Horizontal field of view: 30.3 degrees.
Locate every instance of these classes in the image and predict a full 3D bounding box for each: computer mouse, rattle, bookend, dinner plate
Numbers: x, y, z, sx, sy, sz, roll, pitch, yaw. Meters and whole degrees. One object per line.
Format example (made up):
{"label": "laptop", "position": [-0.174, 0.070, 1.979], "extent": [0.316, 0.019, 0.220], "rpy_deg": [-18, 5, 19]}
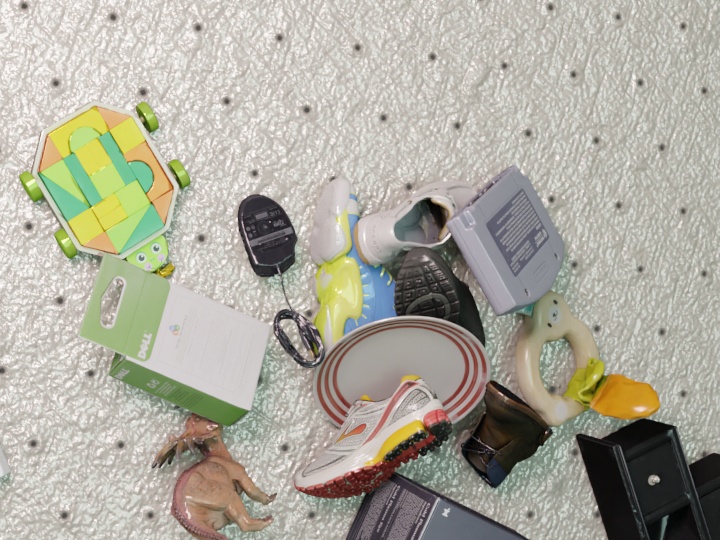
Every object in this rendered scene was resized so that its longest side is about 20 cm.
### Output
{"label": "computer mouse", "position": [-0.086, 0.012, 1.436], "extent": [0.058, 0.034, 0.203], "rpy_deg": [-15, 78, -14]}
{"label": "rattle", "position": [0.240, 0.077, 1.524], "extent": [0.129, 0.143, 0.203], "rpy_deg": [-19, 99, -18]}
{"label": "bookend", "position": [0.390, 0.260, 1.609], "extent": [0.198, 0.092, 0.201], "rpy_deg": [-21, 99, -18]}
{"label": "dinner plate", "position": [0.045, 0.116, 1.463], "extent": [0.197, 0.024, 0.202], "rpy_deg": [-3, 132, -4]}

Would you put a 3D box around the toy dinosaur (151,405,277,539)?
{"label": "toy dinosaur", "position": [-0.164, 0.228, 1.383], "extent": [0.135, 0.201, 0.086], "rpy_deg": [42, 109, -15]}

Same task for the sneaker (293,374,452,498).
{"label": "sneaker", "position": [0.009, 0.187, 1.458], "extent": [0.199, 0.083, 0.078], "rpy_deg": [-33, 148, 18]}

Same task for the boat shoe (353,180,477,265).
{"label": "boat shoe", "position": [0.080, -0.054, 1.465], "extent": [0.199, 0.069, 0.072], "rpy_deg": [-28, 100, -45]}

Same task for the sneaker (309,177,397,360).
{"label": "sneaker", "position": [0.000, 0.000, 1.474], "extent": [0.104, 0.076, 0.203], "rpy_deg": [1, 99, -23]}

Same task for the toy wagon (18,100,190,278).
{"label": "toy wagon", "position": [-0.254, -0.075, 1.395], "extent": [0.154, 0.040, 0.202], "rpy_deg": [-33, 102, -15]}

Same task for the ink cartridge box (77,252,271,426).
{"label": "ink cartridge box", "position": [-0.200, 0.074, 1.390], "extent": [0.198, 0.059, 0.105], "rpy_deg": [25, 57, -20]}

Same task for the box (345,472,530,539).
{"label": "box", "position": [0.109, 0.316, 1.464], "extent": [0.198, 0.182, 0.105], "rpy_deg": [28, 83, -18]}

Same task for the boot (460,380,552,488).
{"label": "boot", "position": [0.157, 0.190, 1.489], "extent": [0.074, 0.200, 0.097], "rpy_deg": [38, 87, 28]}

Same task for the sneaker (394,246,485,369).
{"label": "sneaker", "position": [0.090, 0.038, 1.477], "extent": [0.201, 0.075, 0.092], "rpy_deg": [65, 26, -43]}

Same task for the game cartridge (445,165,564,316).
{"label": "game cartridge", "position": [0.168, -0.030, 1.483], "extent": [0.134, 0.041, 0.200], "rpy_deg": [57, 31, -4]}

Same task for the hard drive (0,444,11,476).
{"label": "hard drive", "position": [-0.450, 0.135, 1.340], "extent": [0.130, 0.026, 0.203], "rpy_deg": [-22, 100, -18]}
